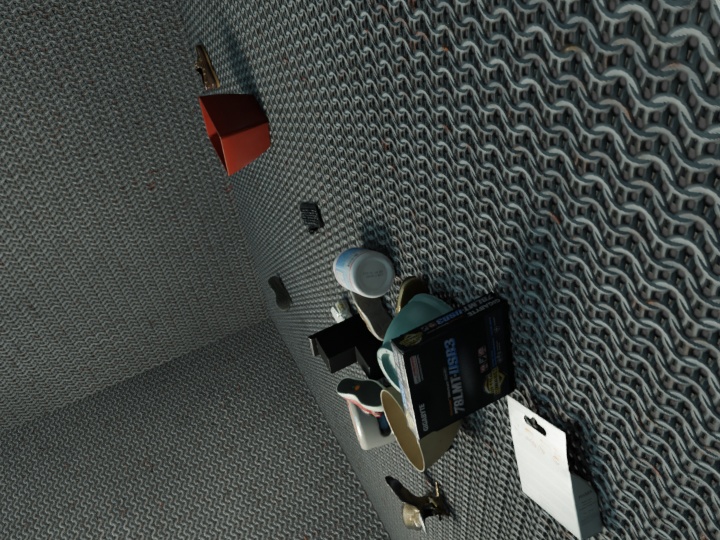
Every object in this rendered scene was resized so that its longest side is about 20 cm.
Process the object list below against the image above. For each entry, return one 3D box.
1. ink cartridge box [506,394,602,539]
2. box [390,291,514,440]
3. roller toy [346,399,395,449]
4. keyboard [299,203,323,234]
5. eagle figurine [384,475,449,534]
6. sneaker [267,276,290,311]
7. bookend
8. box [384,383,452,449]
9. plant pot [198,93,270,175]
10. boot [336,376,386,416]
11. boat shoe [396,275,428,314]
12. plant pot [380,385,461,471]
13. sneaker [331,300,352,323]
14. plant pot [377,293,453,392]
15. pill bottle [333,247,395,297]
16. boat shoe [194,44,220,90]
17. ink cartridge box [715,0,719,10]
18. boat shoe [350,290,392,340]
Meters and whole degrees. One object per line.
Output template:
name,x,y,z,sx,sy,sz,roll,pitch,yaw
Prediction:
ink cartridge box,0.316,0.314,1.019,0.160,0.047,0.200,-152,47,-67
box,0.158,0.160,1.023,0.050,0.198,0.200,42,150,53
roller toy,0.046,0.460,1.941,0.200,0.139,0.183,83,169,-51
keyboard,-0.164,-0.158,1.957,0.104,0.040,0.200,71,165,-12
eagle figurine,0.168,0.713,1.882,0.151,0.200,0.152,28,-118,-50
sneaker,-0.395,0.125,3.114,0.088,0.076,0.200,65,179,-66
bookend,-0.010,0.235,1.696,0.200,0.198,0.092,52,159,39
box,0.139,0.391,1.630,0.200,0.086,0.164,66,165,4
plant pot,-0.412,-0.477,2.078,0.200,0.176,0.200,59,163,24
boot,0.043,0.353,1.641,0.144,0.072,0.200,45,157,-30
boat shoe,0.102,0.075,1.340,0.072,0.072,0.200,55,165,39
plant pot,0.151,0.338,1.420,0.200,0.134,0.200,57,162,30
sneaker,-0.049,0.151,1.944,0.116,0.074,0.200,64,166,-1
plant pot,0.119,0.166,1.206,0.200,0.134,0.200,42,152,28
pill bottle,0.000,0.000,1.498,0.109,0.109,0.200,71,165,-13
boat shoe,-0.655,-0.847,2.573,0.070,0.070,0.200,130,117,-74
ink cartridge box,0.283,-0.198,0.312,0.147,0.083,0.200,67,164,-1
boat shoe,0.022,0.095,1.629,0.072,0.076,0.200,134,113,-76
